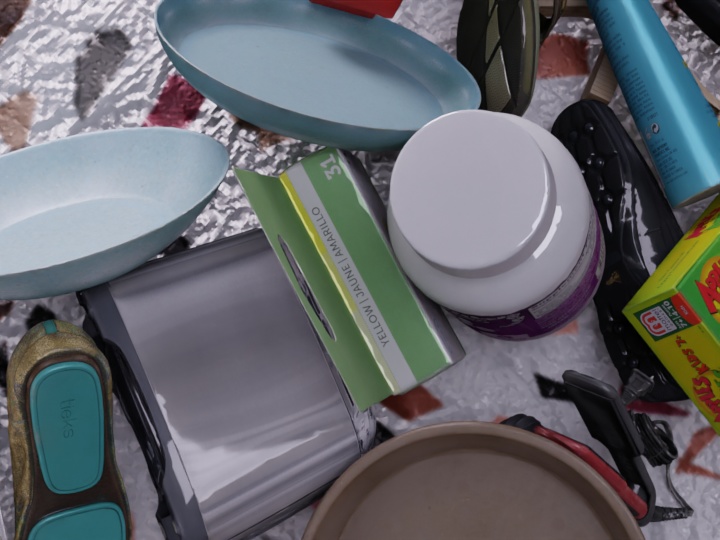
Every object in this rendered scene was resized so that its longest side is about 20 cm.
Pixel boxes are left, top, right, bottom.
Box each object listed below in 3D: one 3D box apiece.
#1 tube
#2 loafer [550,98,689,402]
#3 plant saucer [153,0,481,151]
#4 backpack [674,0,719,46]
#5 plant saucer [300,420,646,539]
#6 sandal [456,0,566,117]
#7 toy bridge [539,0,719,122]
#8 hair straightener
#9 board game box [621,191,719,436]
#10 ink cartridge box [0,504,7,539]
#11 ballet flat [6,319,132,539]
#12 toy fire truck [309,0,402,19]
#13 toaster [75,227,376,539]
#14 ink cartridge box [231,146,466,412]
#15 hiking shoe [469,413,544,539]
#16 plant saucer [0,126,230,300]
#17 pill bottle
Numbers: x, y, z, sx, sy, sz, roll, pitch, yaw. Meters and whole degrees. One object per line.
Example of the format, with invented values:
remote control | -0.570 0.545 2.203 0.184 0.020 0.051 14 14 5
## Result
tube | 0.175 -0.138 0.937 0.050 0.077 0.201 -24 83 -6
loafer | 0.174 -0.013 0.947 0.070 0.068 0.201 -1 69 -47
plant saucer | -0.027 -0.119 0.884 0.199 0.200 0.028 13 117 -8
backpack | 0.325 -0.207 0.980 0.163 0.154 0.200 41 96 5
plant saucer | 0.061 0.181 0.795 0.199 0.029 0.201 0 88 12
sandal | 0.104 -0.185 0.932 0.057 0.080 0.202 15 66 -21
toy bridge | 0.167 -0.138 0.984 0.199 0.027 0.067 25 74 -4
hair straightener | 0.164 0.100 0.868 0.041 0.200 0.077 19 76 38
board game box | 0.253 0.001 0.919 0.102 0.048 0.200 51 52 -6
ink cartridge box | -0.304 0.113 0.815 0.199 0.084 0.146 -12 81 -13
ballet flat | -0.167 0.117 0.835 0.070 0.071 0.201 -2 117 -11
toy fire truck | 0.008 -0.228 0.905 0.049 0.141 0.201 15 70 -7
toaster | -0.078 0.061 0.855 0.129 0.114 0.201 -21 74 -17
ink cartridge box | 0.000 0.000 0.837 0.048 0.200 0.146 -29 85 6
hiking shoe | 0.099 0.182 0.843 0.100 0.076 0.201 15 106 31
plant saucer | -0.167 -0.026 0.835 0.200 0.201 0.039 -18 117 -13
pill bottle | 0.076 -0.025 0.839 0.112 0.200 0.113 -2 80 14
